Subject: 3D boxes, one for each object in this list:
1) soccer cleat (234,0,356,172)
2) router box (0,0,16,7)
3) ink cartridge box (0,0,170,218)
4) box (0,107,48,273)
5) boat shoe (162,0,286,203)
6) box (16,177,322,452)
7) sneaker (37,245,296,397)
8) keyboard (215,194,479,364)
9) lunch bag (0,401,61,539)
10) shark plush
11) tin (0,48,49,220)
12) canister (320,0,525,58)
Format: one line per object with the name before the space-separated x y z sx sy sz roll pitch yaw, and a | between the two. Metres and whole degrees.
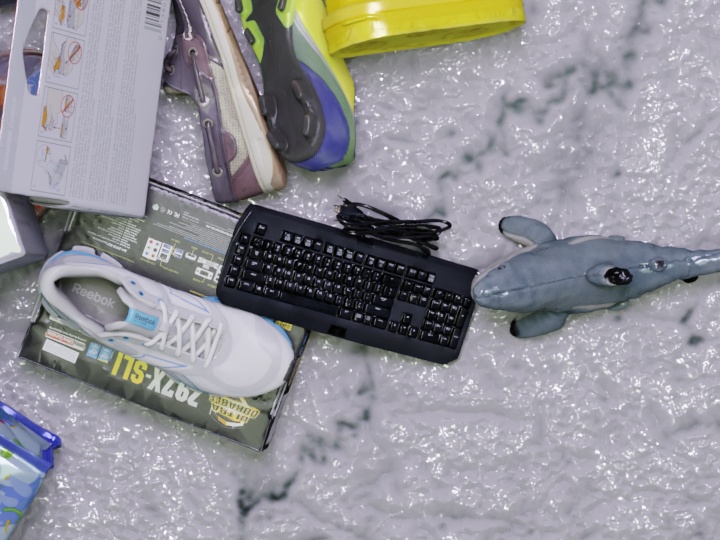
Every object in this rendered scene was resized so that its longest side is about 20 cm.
soccer cleat | -0.043 -0.167 1.659 0.064 0.084 0.201 -18 71 30
router box | -0.334 -0.245 1.625 0.199 0.149 0.051 -11 54 3
ink cartridge box | -0.203 -0.144 1.563 0.043 0.173 0.201 7 89 32
box | -0.308 -0.088 1.585 0.106 0.152 0.201 -18 90 -2
boat shoe | -0.116 -0.145 1.655 0.065 0.072 0.201 -22 94 1
box | -0.135 0.025 1.671 0.199 0.049 0.160 20 95 2
sneaker | -0.144 0.042 1.606 0.199 0.087 0.075 19 91 0
keyboard | 0.000 0.000 1.630 0.199 0.040 0.105 15 90 -23
lunch bag | -0.347 0.149 1.644 0.200 0.127 0.170 32 93 -8
shark plush | 0.181 0.012 1.638 0.199 0.083 0.091 6 91 2
tin | -0.279 -0.076 1.680 0.112 0.042 0.200 44 93 5
canister | 0.032 -0.266 1.623 0.148 0.087 0.201 -9 88 -21
